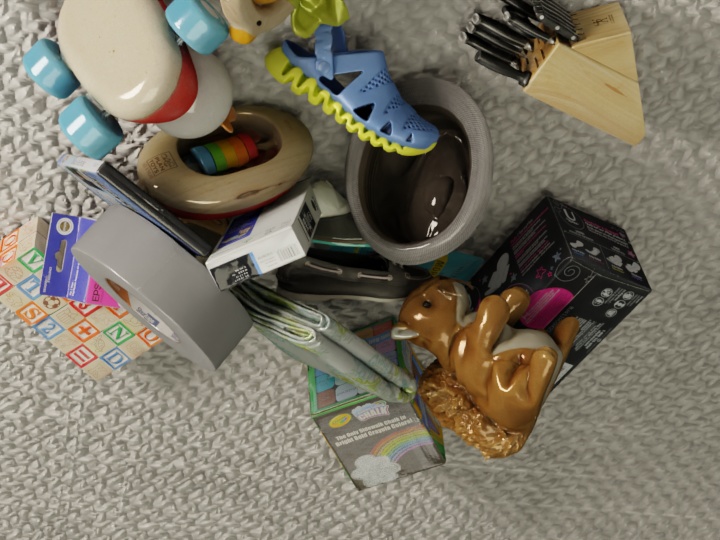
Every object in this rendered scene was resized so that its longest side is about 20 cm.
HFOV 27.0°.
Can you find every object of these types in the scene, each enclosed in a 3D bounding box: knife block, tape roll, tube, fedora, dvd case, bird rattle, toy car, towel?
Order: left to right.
[{"bbox_3d":[-0.238,-0.070,1.564,0.143,0.200,0.018,39,81,-22],"label":"dvd case"},{"bbox_3d":[-0.210,0.019,1.585,0.066,0.200,0.200,-50,127,-14],"label":"tape roll"},{"bbox_3d":[-0.200,-0.203,1.528,0.184,0.177,0.200,-43,150,12],"label":"toy car"},{"bbox_3d":[-0.073,-0.301,1.422,0.113,0.163,0.200,28,142,16],"label":"bird rattle"},{"bbox_3d":[-0.050,0.079,1.652,0.200,0.171,0.048,38,80,-49],"label":"towel"},{"bbox_3d":[0.043,-0.013,1.761,0.200,0.050,0.077,16,133,-25],"label":"tube"},{"bbox_3d":[0.076,-0.100,1.625,0.177,0.200,0.090,-9,165,26],"label":"fedora"},{"bbox_3d":[0.204,-0.211,1.596,0.175,0.064,0.200,-13,130,6],"label":"knife block"}]

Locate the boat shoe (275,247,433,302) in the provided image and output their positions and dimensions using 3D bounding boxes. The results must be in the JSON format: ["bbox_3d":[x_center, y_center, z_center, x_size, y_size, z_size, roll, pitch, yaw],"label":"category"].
[{"bbox_3d":[0.000,0.000,1.681,0.200,0.067,0.057,-2,111,-29],"label":"boat shoe"}]

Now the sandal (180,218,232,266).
[{"bbox_3d":[-0.178,-0.042,1.658,0.080,0.054,0.200,-13,103,23],"label":"sandal"}]

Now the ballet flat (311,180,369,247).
[{"bbox_3d":[-0.067,-0.064,1.668,0.200,0.068,0.069,2,111,14],"label":"ballet flat"}]

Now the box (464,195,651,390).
[{"bbox_3d":[0.220,0.032,1.764,0.132,0.115,0.200,20,126,-30],"label":"box"}]

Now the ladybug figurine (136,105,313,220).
[{"bbox_3d":[-0.146,-0.108,1.593,0.200,0.136,0.072,-17,143,-21],"label":"ladybug figurine"}]

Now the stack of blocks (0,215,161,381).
[{"bbox_3d":[-0.329,0.028,1.743,0.115,0.059,0.200,-32,126,19],"label":"stack of blocks"}]

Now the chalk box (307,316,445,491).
[{"bbox_3d":[0.011,0.150,1.841,0.124,0.124,0.200,-19,128,11],"label":"chalk box"}]

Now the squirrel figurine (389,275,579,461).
[{"bbox_3d":[0.120,0.104,1.663,0.186,0.142,0.200,25,118,12],"label":"squirrel figurine"}]

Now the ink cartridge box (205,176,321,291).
[{"bbox_3d":[-0.096,-0.041,1.565,0.099,0.200,0.039,-23,106,12],"label":"ink cartridge box"}]

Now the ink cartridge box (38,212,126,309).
[{"bbox_3d":[-0.256,-0.003,1.691,0.200,0.037,0.095,9,93,-24],"label":"ink cartridge box"}]

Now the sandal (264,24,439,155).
[{"bbox_3d":[0.000,-0.193,1.554,0.200,0.079,0.087,34,108,-1],"label":"sandal"}]
